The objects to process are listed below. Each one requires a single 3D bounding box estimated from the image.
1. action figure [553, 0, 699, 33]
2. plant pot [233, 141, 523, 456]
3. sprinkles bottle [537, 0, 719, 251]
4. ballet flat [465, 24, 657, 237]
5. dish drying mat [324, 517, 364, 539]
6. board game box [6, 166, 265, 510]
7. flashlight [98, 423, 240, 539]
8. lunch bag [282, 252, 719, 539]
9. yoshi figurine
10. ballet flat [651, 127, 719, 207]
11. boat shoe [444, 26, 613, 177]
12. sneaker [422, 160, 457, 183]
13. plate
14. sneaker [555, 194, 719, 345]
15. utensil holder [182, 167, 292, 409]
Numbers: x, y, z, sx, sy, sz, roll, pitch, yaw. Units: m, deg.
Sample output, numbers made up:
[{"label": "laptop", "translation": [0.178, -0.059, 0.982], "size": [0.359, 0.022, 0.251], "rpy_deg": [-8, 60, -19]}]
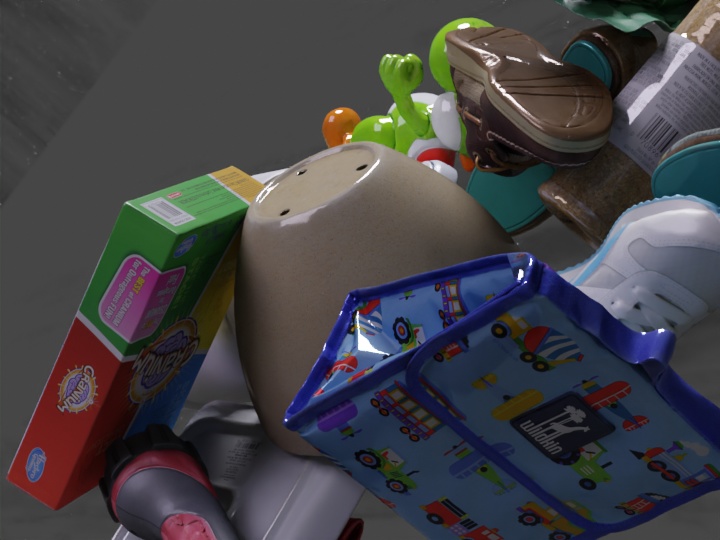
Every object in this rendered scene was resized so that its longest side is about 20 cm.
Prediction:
[{"label": "action figure", "translation": [0.186, -0.185, 1.197], "size": [0.118, 0.199, 0.055], "rpy_deg": [43, 120, 31]}, {"label": "plant pot", "translation": [0.000, 0.000, 1.179], "size": [0.199, 0.135, 0.201], "rpy_deg": [-23, 22, 10]}, {"label": "sprinkles bottle", "translation": [0.192, -0.101, 1.134], "size": [0.200, 0.068, 0.068], "rpy_deg": [-50, 18, 0]}, {"label": "ballet flat", "translation": [0.137, -0.092, 1.236], "size": [0.072, 0.068, 0.200], "rpy_deg": [-23, -24, -36]}, {"label": "dish drying mat", "translation": [-0.085, 0.194, 1.202], "size": [0.199, 0.018, 0.077], "rpy_deg": [-12, 45, 41]}, {"label": "board game box", "translation": [-0.135, 0.039, 1.199], "size": [0.201, 0.040, 0.153], "rpy_deg": [-64, -14, 20]}, {"label": "flashlight", "translation": [-0.102, 0.165, 1.114], "size": [0.068, 0.068, 0.200], "rpy_deg": [-44, 31, 4]}, {"label": "lunch bag", "translation": [0.085, 0.062, 0.923], "size": [0.200, 0.150, 0.094], "rpy_deg": [-27, 28, 51]}, {"label": "yoshi figurine", "translation": [0.059, -0.134, 1.468], "size": [0.200, 0.112, 0.113], "rpy_deg": [-19, 28, 53]}, {"label": "ballet flat", "translation": [0.236, -0.058, 0.967], "size": [0.071, 0.069, 0.200], "rpy_deg": [-38, 15, -29]}, {"label": "boat shoe", "translation": [0.097, -0.090, 1.150], "size": [0.200, 0.072, 0.072], "rpy_deg": [-129, 39, -62]}, {"label": "sneaker", "translation": [0.003, -0.044, 1.447], "size": [0.200, 0.070, 0.073], "rpy_deg": [-25, 47, 60]}, {"label": "plate", "translation": [-0.094, 0.165, 1.199], "size": [0.199, 0.032, 0.201], "rpy_deg": [3, 54, 51]}, {"label": "sneaker", "translation": [0.138, 0.029, 1.009], "size": [0.200, 0.076, 0.081], "rpy_deg": [-39, 28, 48]}, {"label": "utensil holder", "translation": [-0.074, 0.014, 1.384], "size": [0.170, 0.170, 0.200], "rpy_deg": [-57, 22, -22]}]
